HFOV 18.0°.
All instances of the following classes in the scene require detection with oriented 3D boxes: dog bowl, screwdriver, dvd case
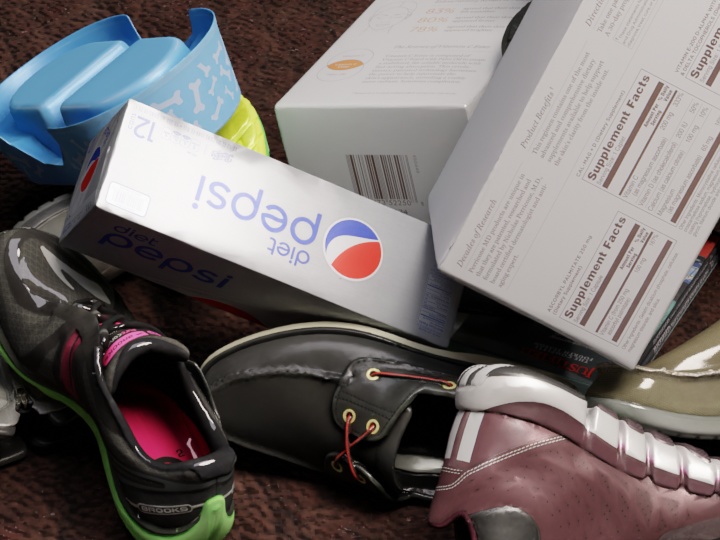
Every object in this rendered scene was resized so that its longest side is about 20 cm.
[{"bbox_3d":[-0.140,-0.093,1.271,0.111,0.050,0.200,-43,24,-24],"label":"dog bowl"},{"bbox_3d":[0.000,0.000,1.249,0.199,0.028,0.029,9,9,13],"label":"screwdriver"},{"bbox_3d":[0.116,0.001,1.288,0.145,0.022,0.200,16,37,21],"label":"dvd case"}]

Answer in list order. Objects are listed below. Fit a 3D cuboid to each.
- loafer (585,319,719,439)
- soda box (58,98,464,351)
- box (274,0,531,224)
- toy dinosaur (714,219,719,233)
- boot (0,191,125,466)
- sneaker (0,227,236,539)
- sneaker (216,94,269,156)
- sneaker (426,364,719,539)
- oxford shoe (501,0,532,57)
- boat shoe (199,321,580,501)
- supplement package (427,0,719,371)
[{"bbox_3d":[0.195,0.044,1.152,0.199,0.070,0.075,-6,4,-33],"label":"loafer"},{"bbox_3d":[-0.048,-0.013,1.162,0.199,0.068,0.064,22,66,-18],"label":"soda box"},{"bbox_3d":[0.054,-0.101,1.340,0.124,0.098,0.200,2,32,28],"label":"box"},{"bbox_3d":[0.179,-0.074,1.264,0.102,0.200,0.077,-42,25,-14],"label":"toy dinosaur"},{"bbox_3d":[-0.161,0.036,1.216,0.199,0.068,0.131,-25,55,-31],"label":"boot"},{"bbox_3d":[-0.118,0.046,1.128,0.077,0.084,0.200,-23,62,-37],"label":"sneaker"},{"bbox_3d":[-0.078,-0.063,1.310,0.074,0.084,0.200,-40,27,6],"label":"sneaker"},{"bbox_3d":[0.118,0.132,1.073,0.199,0.076,0.116,25,79,-10],"label":"sneaker"},{"bbox_3d":[0.139,-0.121,1.293,0.072,0.085,0.200,12,21,27],"label":"oxford shoe"},{"bbox_3d":[0.014,0.075,1.136,0.200,0.074,0.063,8,28,3],"label":"boat shoe"},{"bbox_3d":[0.127,-0.081,1.120,0.111,0.201,0.156,27,13,-7],"label":"supplement package"}]
